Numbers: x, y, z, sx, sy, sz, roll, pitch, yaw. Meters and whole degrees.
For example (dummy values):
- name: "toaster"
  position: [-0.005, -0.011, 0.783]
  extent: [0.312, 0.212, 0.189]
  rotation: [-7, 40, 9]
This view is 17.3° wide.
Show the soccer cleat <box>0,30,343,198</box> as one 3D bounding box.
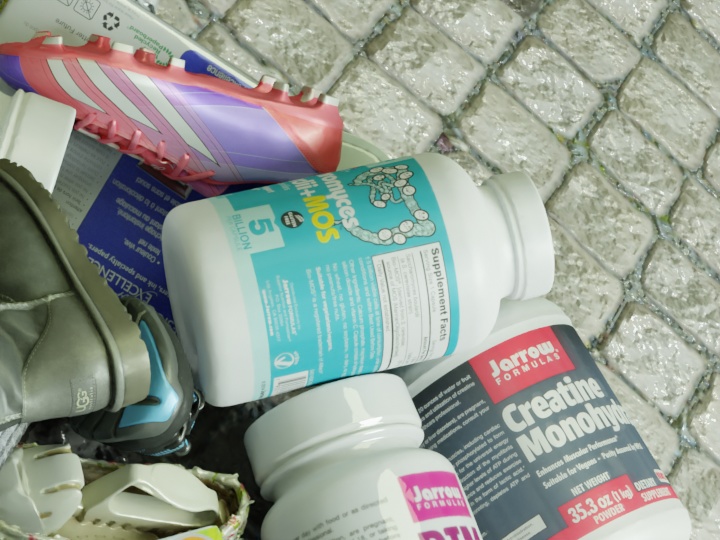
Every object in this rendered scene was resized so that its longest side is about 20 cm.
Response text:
- name: "soccer cleat"
  position: [-0.104, -0.079, 1.288]
  extent: [0.199, 0.077, 0.067]
  rotation: [11, 6, -20]

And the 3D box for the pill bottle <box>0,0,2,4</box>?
- name: "pill bottle"
  position: [-0.257, -0.238, 1.396]
  extent: [0.116, 0.116, 0.201]
  rotation: [18, 45, -28]

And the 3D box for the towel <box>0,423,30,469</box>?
- name: "towel"
  position: [-0.251, 0.069, 1.125]
  extent: [0.165, 0.086, 0.200]
  rotation: [17, 35, 8]

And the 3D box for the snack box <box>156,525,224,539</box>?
- name: "snack box"
  position: [-0.121, 0.204, 1.063]
  extent: [0.199, 0.053, 0.143]
  rotation: [-9, 64, -43]

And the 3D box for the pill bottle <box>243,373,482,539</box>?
- name: "pill bottle"
  position: [0.013, 0.165, 1.259]
  extent: [0.113, 0.113, 0.201]
  rotation: [-3, 64, -42]

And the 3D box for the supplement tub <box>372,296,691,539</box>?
- name: "supplement tub"
  position: [0.086, 0.105, 1.367]
  extent: [0.140, 0.140, 0.200]
  rotation: [-12, 64, -45]

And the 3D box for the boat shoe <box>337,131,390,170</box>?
- name: "boat shoe"
  position: [-0.074, -0.082, 1.462]
  extent: [0.201, 0.072, 0.061]
  rotation: [27, -3, -3]

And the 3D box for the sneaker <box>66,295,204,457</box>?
- name: "sneaker"
  position: [-0.110, 0.059, 1.215]
  extent: [0.082, 0.200, 0.073]
  rotation: [28, 85, -18]

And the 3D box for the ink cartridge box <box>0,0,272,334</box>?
- name: "ink cartridge box"
  position: [-0.148, -0.046, 1.330]
  extent: [0.197, 0.047, 0.201]
  rotation: [33, 83, -14]

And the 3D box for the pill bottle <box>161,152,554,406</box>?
- name: "pill bottle"
  position: [0.000, 0.000, 1.274]
  extent: [0.199, 0.111, 0.111]
  rotation: [-13, 60, -13]

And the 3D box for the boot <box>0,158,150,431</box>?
- name: "boot"
  position: [-0.217, 0.029, 1.069]
  extent: [0.199, 0.073, 0.182]
  rotation: [-19, 42, -26]

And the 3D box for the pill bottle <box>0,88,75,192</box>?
- name: "pill bottle"
  position: [-0.255, -0.071, 1.223]
  extent: [0.199, 0.114, 0.114]
  rotation: [19, 44, -8]

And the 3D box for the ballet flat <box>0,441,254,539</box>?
- name: "ballet flat"
  position: [-0.143, 0.116, 1.223]
  extent: [0.199, 0.064, 0.076]
  rotation: [8, 53, -35]

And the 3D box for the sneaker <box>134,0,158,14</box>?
- name: "sneaker"
  position: [-0.141, -0.135, 1.396]
  extent: [0.115, 0.075, 0.200]
  rotation: [44, 74, -12]
